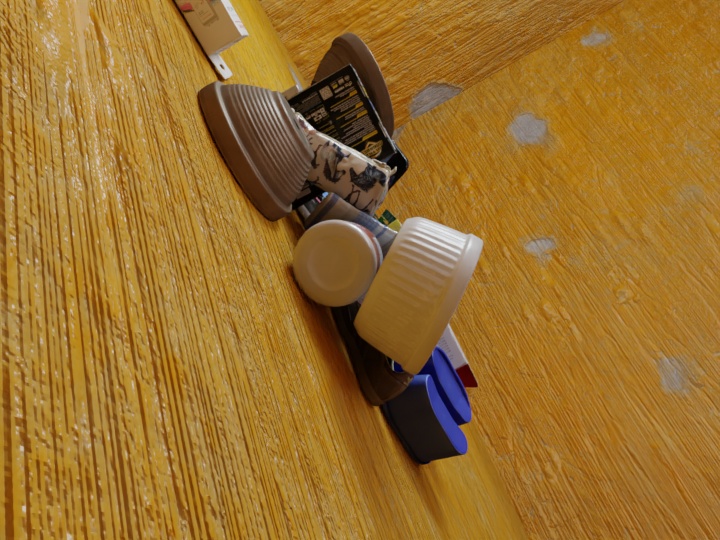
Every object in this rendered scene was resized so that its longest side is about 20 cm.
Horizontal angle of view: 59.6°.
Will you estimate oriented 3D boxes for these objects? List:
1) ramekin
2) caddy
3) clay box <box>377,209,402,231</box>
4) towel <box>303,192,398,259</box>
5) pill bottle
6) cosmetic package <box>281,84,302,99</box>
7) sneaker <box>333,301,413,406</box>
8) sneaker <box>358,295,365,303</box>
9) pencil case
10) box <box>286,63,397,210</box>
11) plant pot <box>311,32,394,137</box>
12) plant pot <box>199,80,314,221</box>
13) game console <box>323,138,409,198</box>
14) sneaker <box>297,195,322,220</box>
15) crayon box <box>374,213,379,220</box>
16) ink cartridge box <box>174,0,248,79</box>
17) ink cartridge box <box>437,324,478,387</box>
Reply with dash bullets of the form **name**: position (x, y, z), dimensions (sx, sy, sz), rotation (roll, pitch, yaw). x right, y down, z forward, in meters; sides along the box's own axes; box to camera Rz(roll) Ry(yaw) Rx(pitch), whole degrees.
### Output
- **ramekin**: position (0.071, 0.025, 0.834), dimensions (0.104, 0.202, 0.200), rotation (27, 6, 3)
- **caddy**: position (0.097, 0.214, 1.002), dimensions (0.201, 0.104, 0.142), rotation (60, 29, -25)
- **clay box**: position (0.084, -0.016, 1.226), dimensions (0.201, 0.047, 0.115), rotation (54, -15, 4)
- **towel**: position (0.010, -0.052, 1.023), dimensions (0.199, 0.024, 0.147), rotation (29, -23, -11)
- **pill bottle**: position (-0.026, -0.014, 0.896), dimensions (0.113, 0.111, 0.200), rotation (62, 6, -1)
- **cosmetic package**: position (-0.123, -0.268, 1.218), dimensions (0.075, 0.101, 0.200), rotation (65, 8, 14)
- **sneaker**: position (0.019, 0.103, 0.935), dimensions (0.071, 0.075, 0.201), rotation (53, 12, -54)
- **sneaker**: position (0.029, 0.076, 1.082), dimensions (0.201, 0.086, 0.075), rotation (61, 4, -28)
- **pencil case**: position (-0.044, -0.169, 0.976), dimensions (0.199, 0.090, 0.078), rotation (31, 15, -2)
- **box**: position (-0.063, -0.217, 1.033), dimensions (0.161, 0.199, 0.049), rotation (60, 8, -9)
- **plant pot**: position (-0.026, -0.310, 1.129), dimensions (0.202, 0.092, 0.201), rotation (59, -12, 20)
- **plant pot**: position (-0.126, -0.177, 0.856), dimensions (0.202, 0.092, 0.201), rotation (62, 5, -10)
- **game console**: position (-0.026, -0.238, 1.315), dimensions (0.118, 0.172, 0.201), rotation (13, 37, -52)
- **sneaker**: position (-0.079, -0.163, 1.136), dimensions (0.071, 0.098, 0.201), rotation (57, 10, -51)
- **crayon box**: position (-0.034, -0.150, 1.396), dimensions (0.200, 0.052, 0.126), rotation (44, 0, 20)
- **ink cartridge box**: position (-0.241, -0.415, 1.007), dimensions (0.201, 0.067, 0.117), rotation (60, 7, -20)
- **ink cartridge box**: position (0.120, 0.161, 1.194), dimensions (0.177, 0.083, 0.200), rotation (63, -14, 5)
